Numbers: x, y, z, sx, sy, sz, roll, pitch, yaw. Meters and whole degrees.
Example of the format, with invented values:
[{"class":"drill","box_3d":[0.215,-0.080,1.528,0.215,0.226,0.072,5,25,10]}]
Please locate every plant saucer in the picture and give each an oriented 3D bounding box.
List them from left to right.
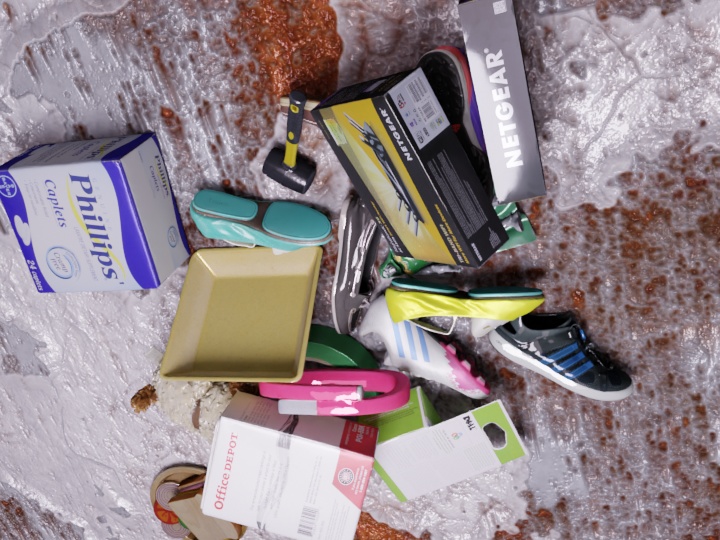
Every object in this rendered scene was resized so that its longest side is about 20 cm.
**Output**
[{"class":"plant saucer","box_3d":[-0.151,0.064,0.954,0.198,0.201,0.049,-2,148,16]}]

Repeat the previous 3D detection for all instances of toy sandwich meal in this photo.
[{"class":"toy sandwich meal","box_3d":[-0.281,0.422,1.219,0.204,0.070,0.207,6,118,12]}]

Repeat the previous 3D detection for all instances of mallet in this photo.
[{"class":"mallet","box_3d":[-0.071,-0.145,0.830,0.066,0.041,0.200,30,161,-6]}]

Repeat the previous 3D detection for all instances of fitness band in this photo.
[{"class":"fitness band","box_3d":[-0.035,0.153,0.922,0.198,0.144,0.038,0,94,14]}]

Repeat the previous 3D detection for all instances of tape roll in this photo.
[{"class":"tape roll","box_3d":[-0.066,0.178,1.050,0.199,0.048,0.202,6,118,12]}]

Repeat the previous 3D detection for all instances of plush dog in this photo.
[{"class":"plush dog","box_3d":[-0.212,0.186,1.008,0.171,0.160,0.201,24,122,26]}]

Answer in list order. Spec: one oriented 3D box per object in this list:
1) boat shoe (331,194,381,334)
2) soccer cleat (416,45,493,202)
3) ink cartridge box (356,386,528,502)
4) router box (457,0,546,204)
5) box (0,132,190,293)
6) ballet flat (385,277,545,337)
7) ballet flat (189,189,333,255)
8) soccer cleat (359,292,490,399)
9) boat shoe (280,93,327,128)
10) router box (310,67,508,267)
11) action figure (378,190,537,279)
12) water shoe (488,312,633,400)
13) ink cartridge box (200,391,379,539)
[{"class":"boat shoe","box_3d":[0.000,0.000,0.931,0.057,0.067,0.201,11,116,16]},{"class":"soccer cleat","box_3d":[0.118,-0.154,0.805,0.068,0.073,0.201,-4,113,35]},{"class":"ink cartridge box","box_3d":[0.114,0.229,0.993,0.199,0.076,0.148,-23,129,11]},{"class":"router box","box_3d":[0.148,-0.191,0.740,0.052,0.157,0.201,-10,114,15]},{"class":"box","box_3d":[-0.361,-0.075,0.964,0.198,0.105,0.185,-3,116,15]},{"class":"ballet flat","box_3d":[0.129,0.049,0.893,0.198,0.067,0.068,4,99,12]},{"class":"ballet flat","box_3d":[-0.129,-0.058,0.945,0.199,0.068,0.071,13,143,8]},{"class":"soccer cleat","box_3d":[0.085,0.116,0.964,0.200,0.070,0.086,42,103,0]},{"class":"boat shoe","box_3d":[-0.006,-0.156,0.846,0.199,0.072,0.072,17,108,-2]},{"class":"router box","box_3d":[0.049,-0.102,0.744,0.201,0.052,0.157,58,159,-21]},{"class":"action figure","box_3d":[0.105,-0.036,0.895,0.199,0.055,0.118,-27,110,29]},{"class":"water shoe","box_3d":[0.266,0.101,0.911,0.199,0.072,0.079,22,115,3]},{"class":"ink cartridge box","box_3d":[-0.089,0.257,0.913,0.199,0.083,0.148,15,108,2]}]
